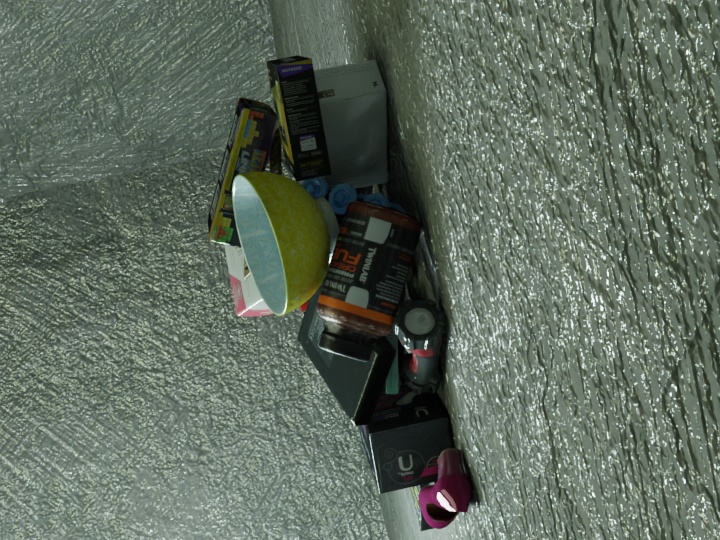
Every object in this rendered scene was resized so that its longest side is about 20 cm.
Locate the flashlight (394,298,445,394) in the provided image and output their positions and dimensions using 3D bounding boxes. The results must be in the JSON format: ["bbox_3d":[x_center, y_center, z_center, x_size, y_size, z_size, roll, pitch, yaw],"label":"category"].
[{"bbox_3d":[0.078,0.107,1.397,0.200,0.068,0.068,89,177,-64],"label":"flashlight"}]

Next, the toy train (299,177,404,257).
[{"bbox_3d":[-0.023,-0.063,1.471,0.087,0.199,0.115,25,-96,-62],"label":"toy train"}]

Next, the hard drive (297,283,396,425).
[{"bbox_3d":[-0.025,0.111,1.501,0.200,0.033,0.140,52,133,44],"label":"hard drive"}]

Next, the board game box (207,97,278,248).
[{"bbox_3d":[-0.178,-0.150,1.526,0.165,0.056,0.201,-123,48,-71],"label":"board game box"}]

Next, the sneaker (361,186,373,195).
[{"bbox_3d":[-0.044,-0.109,1.675,0.078,0.112,0.201,81,-160,-62],"label":"sneaker"}]

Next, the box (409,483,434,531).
[{"bbox_3d":[0.099,0.322,1.776,0.194,0.047,0.200,88,170,-50],"label":"box"}]

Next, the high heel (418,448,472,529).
[{"bbox_3d":[0.120,0.344,1.452,0.200,0.067,0.096,89,179,-49],"label":"high heel"}]

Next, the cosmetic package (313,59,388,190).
[{"bbox_3d":[-0.015,-0.208,1.492,0.200,0.101,0.074,88,168,-53],"label":"cosmetic package"}]

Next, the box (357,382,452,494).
[{"bbox_3d":[0.062,0.240,1.563,0.200,0.122,0.106,-116,16,-71],"label":"box"}]

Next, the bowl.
[{"bbox_3d":[-0.092,-0.049,1.390,0.200,0.107,0.201,54,155,41],"label":"bowl"}]

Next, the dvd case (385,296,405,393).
[{"bbox_3d":[0.053,0.094,1.533,0.200,0.022,0.147,-48,-42,-84],"label":"dvd case"}]

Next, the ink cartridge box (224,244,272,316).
[{"bbox_3d":[-0.137,-0.023,1.632,0.200,0.083,0.147,-31,66,55],"label":"ink cartridge box"}]

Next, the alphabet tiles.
[{"bbox_3d":[-0.159,-0.096,1.576,0.167,0.008,0.201,-40,46,50],"label":"alphabet tiles"}]

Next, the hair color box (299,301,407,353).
[{"bbox_3d":[-0.001,0.110,1.674,0.200,0.101,0.061,52,179,-14],"label":"hair color box"}]

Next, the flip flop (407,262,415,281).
[{"bbox_3d":[0.000,0.000,1.541,0.200,0.058,0.081,4,136,48],"label":"flip flop"}]

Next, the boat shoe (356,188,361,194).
[{"bbox_3d":[-0.027,-0.162,1.623,0.068,0.073,0.200,63,-141,-60],"label":"boat shoe"}]

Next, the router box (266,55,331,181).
[{"bbox_3d":[-0.089,-0.220,1.440,0.200,0.052,0.158,-124,24,-75],"label":"router box"}]

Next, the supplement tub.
[{"bbox_3d":[0.006,0.016,1.344,0.107,0.107,0.201,166,121,-85],"label":"supplement tub"}]
